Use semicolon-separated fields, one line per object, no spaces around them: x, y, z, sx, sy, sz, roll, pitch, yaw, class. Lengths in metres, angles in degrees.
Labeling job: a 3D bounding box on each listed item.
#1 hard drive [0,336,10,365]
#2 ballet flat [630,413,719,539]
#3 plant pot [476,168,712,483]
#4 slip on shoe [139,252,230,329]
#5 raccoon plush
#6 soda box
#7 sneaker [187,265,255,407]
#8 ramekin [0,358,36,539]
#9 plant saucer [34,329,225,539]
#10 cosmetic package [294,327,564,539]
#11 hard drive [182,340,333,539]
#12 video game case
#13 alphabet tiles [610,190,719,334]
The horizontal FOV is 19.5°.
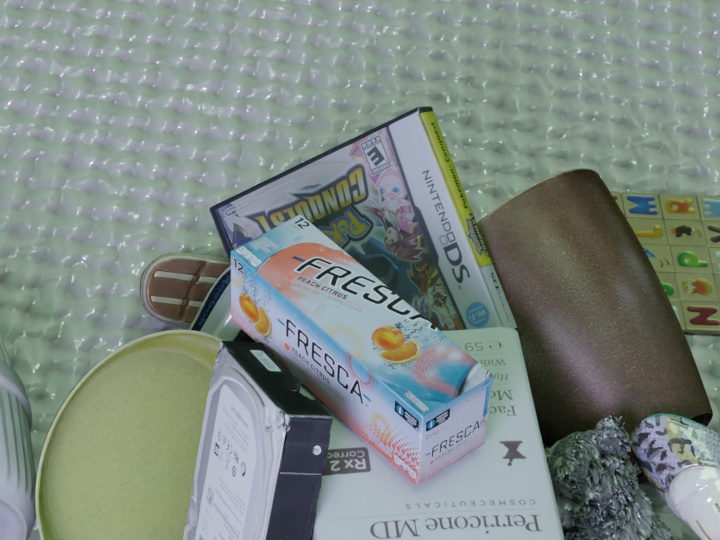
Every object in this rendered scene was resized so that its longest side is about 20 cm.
-0.336;0.064;1.561;0.139;0.038;0.200;-10;36;-15;hard drive
0.272;0.177;1.473;0.200;0.072;0.072;38;45;-9;ballet flat
0.166;0.060;1.577;0.186;0.187;0.200;-25;67;-29;plant pot
-0.076;0.030;1.644;0.199;0.076;0.061;9;-2;-10;slip on shoe
0.207;0.184;1.460;0.199;0.134;0.097;19;45;13;raccoon plush
-0.003;0.049;1.385;0.063;0.069;0.200;-29;52;-30;soda box
-0.096;0.102;1.530;0.112;0.200;0.073;33;7;-26;sneaker
-0.310;0.146;1.404;0.199;0.201;0.105;-10;56;-16;ramekin
-0.144;0.136;1.445;0.200;0.201;0.031;-29;27;-31;plant saucer
0.037;0.168;1.437;0.164;0.166;0.201;-3;44;-7;cosmetic package
-0.075;0.163;1.381;0.038;0.201;0.140;3;18;-24;hard drive
0.000;0.000;1.551;0.025;0.199;0.182;-14;81;-61;video game case
0.261;-0.009;1.762;0.199;0.006;0.167;2;44;-4;alphabet tiles
